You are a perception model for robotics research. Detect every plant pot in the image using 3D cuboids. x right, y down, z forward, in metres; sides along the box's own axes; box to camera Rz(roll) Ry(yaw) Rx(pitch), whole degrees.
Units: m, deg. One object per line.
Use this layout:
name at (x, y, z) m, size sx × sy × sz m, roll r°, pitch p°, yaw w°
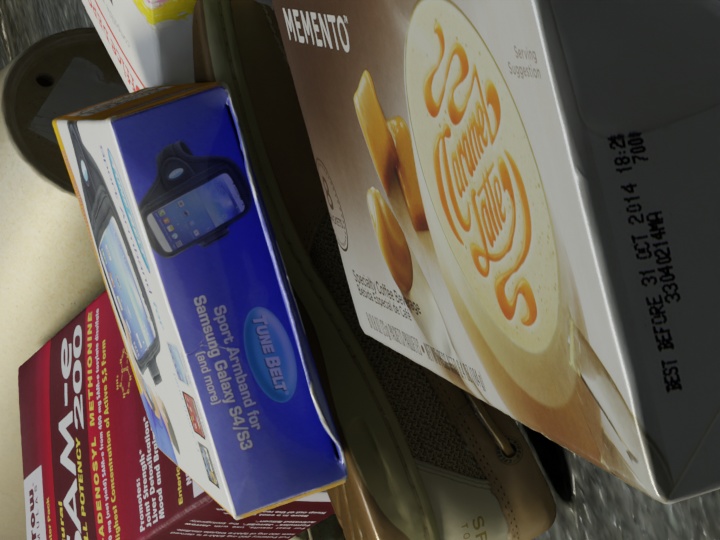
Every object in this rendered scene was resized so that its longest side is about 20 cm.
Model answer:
plant pot at (-0.130, -0.008, 1.227) m, size 0.200 × 0.187 × 0.188 m, roll 116°, pitch 138°, yaw -53°

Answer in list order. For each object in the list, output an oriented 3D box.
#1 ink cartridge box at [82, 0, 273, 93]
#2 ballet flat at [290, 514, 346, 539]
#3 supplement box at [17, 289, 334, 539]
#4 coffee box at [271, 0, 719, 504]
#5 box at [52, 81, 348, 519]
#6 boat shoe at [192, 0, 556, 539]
ink cartridge box at (-0.060, -0.122, 0.963) m, size 0.117 × 0.067 × 0.201 m, roll -120°, pitch 18°, yaw -45°
ballet flat at (-0.028, 0.088, 1.112) m, size 0.068 × 0.062 × 0.200 m, roll 87°, pitch 163°, yaw -46°
supplement box at (-0.070, 0.059, 1.072) m, size 0.200 × 0.061 × 0.109 m, roll -38°, pitch 53°, yaw 57°
coffee box at (0.047, -0.035, 0.569) m, size 0.200 × 0.079 × 0.115 m, roll -152°, pitch 47°, yaw -73°
box at (-0.051, 0.005, 0.848) m, size 0.200 × 0.041 × 0.120 m, roll -161°, pitch 53°, yaw -80°
boat shoe at (0.000, 0.000, 0.865) m, size 0.071 × 0.064 × 0.201 m, roll 100°, pitch 151°, yaw -70°
